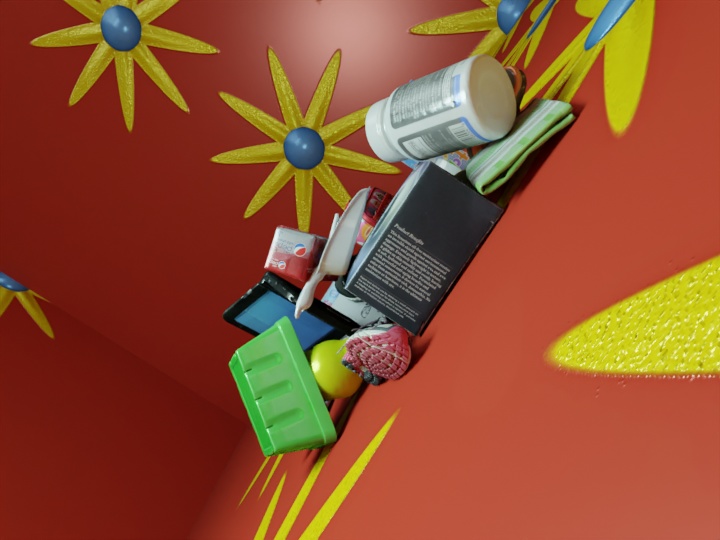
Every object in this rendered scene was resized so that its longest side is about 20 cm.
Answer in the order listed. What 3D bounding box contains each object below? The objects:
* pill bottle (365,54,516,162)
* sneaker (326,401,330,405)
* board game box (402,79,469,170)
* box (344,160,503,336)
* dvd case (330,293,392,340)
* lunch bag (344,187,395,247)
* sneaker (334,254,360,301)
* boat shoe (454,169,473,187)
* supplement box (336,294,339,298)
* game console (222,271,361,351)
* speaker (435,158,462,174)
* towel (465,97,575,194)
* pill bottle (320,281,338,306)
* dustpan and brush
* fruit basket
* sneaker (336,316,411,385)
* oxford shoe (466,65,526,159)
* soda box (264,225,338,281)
[{"bbox_3d":[0.108,-0.220,0.944,0.200,0.114,0.114,-7,43,46],"label":"pill bottle"},{"bbox_3d":[-0.100,0.270,1.202,0.200,0.073,0.071,-46,-17,-59],"label":"sneaker"},{"bbox_3d":[0.142,-0.254,1.285,0.152,0.200,0.037,-59,5,-22],"label":"board game box"},{"bbox_3d":[0.081,-0.042,0.933,0.199,0.123,0.200,-56,4,8],"label":"box"},{"bbox_3d":[0.006,0.067,1.186,0.200,0.025,0.150,-58,36,-1],"label":"dvd case"},{"bbox_3d":[0.048,-0.097,1.393,0.082,0.176,0.200,-56,4,25],"label":"lunch bag"},{"bbox_3d":[0.000,0.000,1.135,0.200,0.087,0.076,-8,56,57],"label":"sneaker"},{"bbox_3d":[0.113,-0.081,1.076,0.200,0.074,0.066,-35,-8,-5],"label":"boat shoe"},{"bbox_3d":[0.016,0.042,1.354,0.111,0.086,0.200,-58,4,-1],"label":"supplement box"},{"bbox_3d":[-0.095,0.099,1.084,0.117,0.200,0.176,-58,34,0],"label":"game console"},{"bbox_3d":[0.122,-0.100,1.206,0.200,0.081,0.081,-58,4,4],"label":"speaker"},{"bbox_3d":[0.204,-0.163,0.874,0.149,0.031,0.200,-44,9,15],"label":"towel"},{"bbox_3d":[-0.048,0.101,1.535,0.200,0.109,0.109,-59,4,-14],"label":"pill bottle"},{"bbox_3d":[-0.043,-0.017,0.971,0.140,0.057,0.201,109,177,-71],"label":"dustpan and brush"},{"bbox_3d":[-0.077,0.169,1.029,0.216,0.215,0.156,-59,5,-27],"label":"fruit basket"},{"bbox_3d":[0.023,0.094,0.870,0.075,0.081,0.200,-56,3,-18],"label":"sneaker"},{"bbox_3d":[0.217,-0.238,1.003,0.200,0.073,0.072,109,148,-68],"label":"oxford shoe"},{"bbox_3d":[-0.080,-0.023,1.045,0.200,0.063,0.070,7,-79,-77],"label":"soda box"}]
